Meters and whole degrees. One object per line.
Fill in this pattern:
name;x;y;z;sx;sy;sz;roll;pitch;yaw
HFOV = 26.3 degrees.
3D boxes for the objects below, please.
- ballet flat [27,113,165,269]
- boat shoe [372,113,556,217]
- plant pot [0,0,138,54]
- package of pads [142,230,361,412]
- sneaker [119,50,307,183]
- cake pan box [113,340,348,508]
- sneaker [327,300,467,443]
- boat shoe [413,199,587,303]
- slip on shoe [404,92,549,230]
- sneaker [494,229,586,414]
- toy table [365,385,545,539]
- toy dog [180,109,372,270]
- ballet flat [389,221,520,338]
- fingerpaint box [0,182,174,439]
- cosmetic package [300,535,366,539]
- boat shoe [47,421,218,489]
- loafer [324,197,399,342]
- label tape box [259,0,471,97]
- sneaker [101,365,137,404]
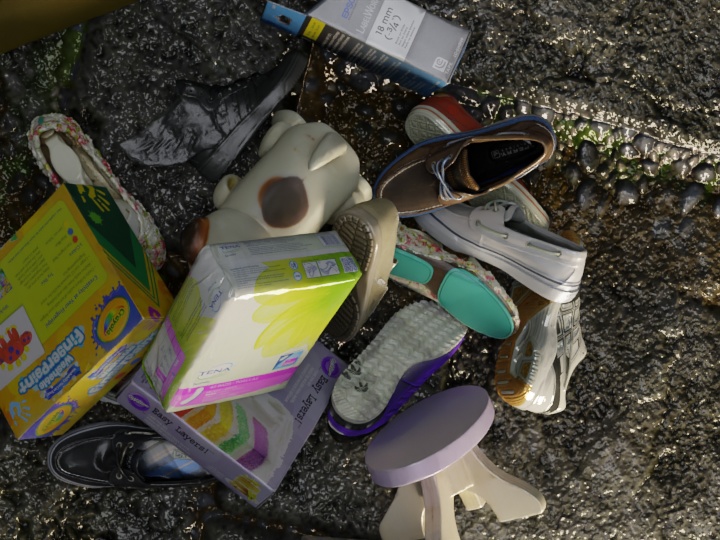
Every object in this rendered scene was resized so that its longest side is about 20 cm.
ballet flat;-0.277;-0.075;1.589;0.076;0.064;0.200;-39;95;0
boat shoe;0.102;-0.106;1.569;0.199;0.072;0.073;-24;100;12
plant pot;-0.345;-0.342;1.528;0.199;0.176;0.201;-22;93;-6
package of pads;-0.109;0.048;1.458;0.154;0.200;0.068;-8;56;-37
sneaker;-0.152;-0.173;1.612;0.104;0.060;0.200;38;87;-7
cake pan box;-0.125;0.113;1.575;0.184;0.052;0.200;41;46;-6
sneaker;0.031;0.112;1.632;0.069;0.100;0.200;41;55;17
boat shoe;0.151;-0.042;1.615;0.199;0.073;0.067;29;116;17
slip on shoe;0.133;-0.112;1.647;0.200;0.074;0.061;45;54;-10
sneaker;0.207;0.058;1.663;0.087;0.075;0.201;26;77;-35
toy table;0.089;0.211;1.587;0.183;0.200;0.118;-13;103;35
toy dog;-0.087;-0.048;1.560;0.140;0.194;0.200;46;77;-14
ballet flat;0.087;-0.002;1.633;0.199;0.064;0.076;31;132;-1
fingerpaint box;-0.293;0.041;1.524;0.200;0.073;0.167;-42;70;23
cosmetic package;0.020;0.373;1.568;0.164;0.200;0.166;6;90;-8
boat shoe;-0.226;0.198;1.603;0.198;0.066;0.070;5;90;-7
loafer;0.000;0.000;1.584;0.076;0.200;0.068;43;54;16
label tape box;0.002;-0.252;1.587;0.199;0.144;0.064;24;88;-7
sneaker;-0.200;0.124;1.600;0.199;0.079;0.074;13;88;-8
